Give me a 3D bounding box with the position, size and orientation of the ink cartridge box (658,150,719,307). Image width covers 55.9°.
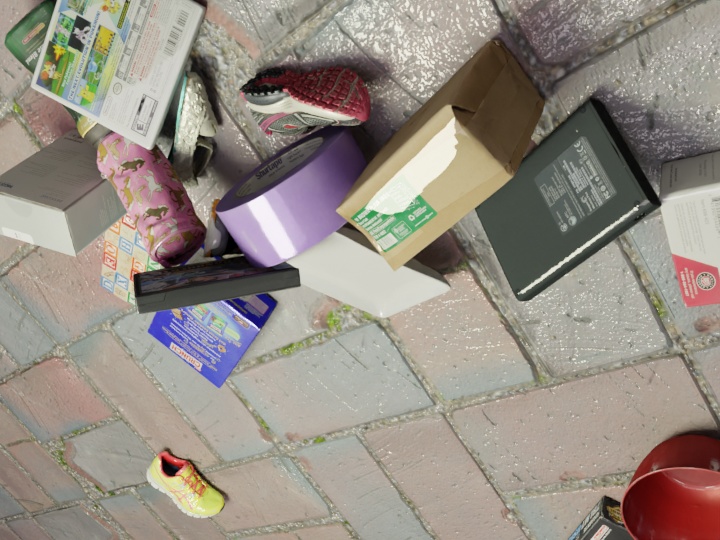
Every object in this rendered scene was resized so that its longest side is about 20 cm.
[{"bbox_3d":[0.433,-0.054,0.715,0.196,0.084,0.148,-10,118,33],"label":"ink cartridge box"}]

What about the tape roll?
[{"bbox_3d":[-0.082,-0.098,0.867,0.197,0.201,0.086,-18,116,35],"label":"tape roll"}]

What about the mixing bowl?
[{"bbox_3d":[0.467,0.305,0.939,0.195,0.109,0.204,14,129,18],"label":"mixing bowl"}]

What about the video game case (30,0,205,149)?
[{"bbox_3d":[-0.322,-0.294,0.898,0.179,0.022,0.203,26,106,-5],"label":"video game case"}]

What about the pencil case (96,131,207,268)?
[{"bbox_3d":[-0.291,-0.103,0.945,0.202,0.082,0.087,54,128,19],"label":"pencil case"}]

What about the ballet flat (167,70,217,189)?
[{"bbox_3d":[-0.240,-0.196,0.979,0.071,0.072,0.202,31,133,2],"label":"ballet flat"}]

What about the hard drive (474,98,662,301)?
[{"bbox_3d":[0.228,-0.075,0.788,0.200,0.032,0.142,-43,59,41],"label":"hard drive"}]

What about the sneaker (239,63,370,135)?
[{"bbox_3d":[-0.064,-0.209,0.861,0.197,0.081,0.076,17,143,39],"label":"sneaker"}]

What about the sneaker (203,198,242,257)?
[{"bbox_3d":[-0.172,-0.057,0.969,0.075,0.200,0.080,14,100,1],"label":"sneaker"}]

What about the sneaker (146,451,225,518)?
[{"bbox_3d":[-0.389,0.476,1.518,0.197,0.079,0.092,28,124,3],"label":"sneaker"}]

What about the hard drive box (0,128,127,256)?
[{"bbox_3d":[-0.433,-0.124,1.026,0.152,0.201,0.078,15,129,16],"label":"hard drive box"}]

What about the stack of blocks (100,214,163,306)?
[{"bbox_3d":[-0.373,-0.030,1.157,0.113,0.059,0.202,29,131,4],"label":"stack of blocks"}]

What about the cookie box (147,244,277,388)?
[{"bbox_3d":[-0.259,0.082,1.169,0.170,0.076,0.201,38,131,-3],"label":"cookie box"}]

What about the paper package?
[{"bbox_3d":[0.092,-0.129,0.764,0.103,0.192,0.199,44,132,-9],"label":"paper package"}]

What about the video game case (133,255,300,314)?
[{"bbox_3d":[-0.192,0.011,0.879,0.180,0.195,0.026,-157,59,-69],"label":"video game case"}]

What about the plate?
[{"bbox_3d":[0.000,0.000,0.946,0.196,0.033,0.199,24,155,-20],"label":"plate"}]

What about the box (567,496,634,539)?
[{"bbox_3d":[0.447,0.486,1.121,0.194,0.050,0.203,24,130,8],"label":"box"}]

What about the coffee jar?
[{"bbox_3d":[-0.396,-0.272,0.966,0.104,0.085,0.201,-38,105,2],"label":"coffee jar"}]
